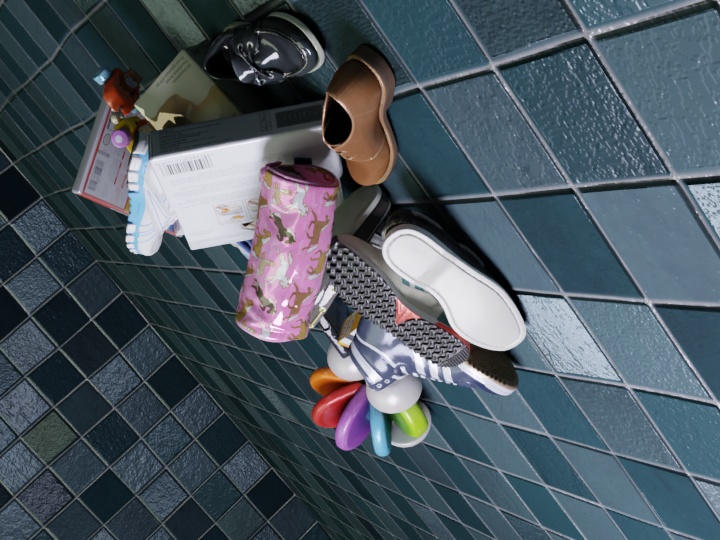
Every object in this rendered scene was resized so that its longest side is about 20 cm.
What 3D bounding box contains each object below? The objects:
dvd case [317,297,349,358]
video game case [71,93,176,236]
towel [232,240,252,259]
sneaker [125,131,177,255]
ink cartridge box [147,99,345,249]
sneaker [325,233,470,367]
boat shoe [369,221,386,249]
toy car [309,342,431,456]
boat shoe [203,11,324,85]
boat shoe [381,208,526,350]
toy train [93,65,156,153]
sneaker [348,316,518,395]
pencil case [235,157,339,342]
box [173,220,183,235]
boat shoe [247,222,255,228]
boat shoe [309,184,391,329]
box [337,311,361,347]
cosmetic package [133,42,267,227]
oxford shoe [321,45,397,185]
[{"bbox_3d":[-0.072,0.014,1.484,0.200,0.018,0.143,56,-169,-24],"label":"dvd case"},{"bbox_3d":[-0.298,-0.143,1.466,0.017,0.143,0.200,11,171,37],"label":"video game case"},{"bbox_3d":[-0.140,-0.001,1.643,0.147,0.024,0.200,38,173,23],"label":"towel"},{"bbox_3d":[-0.234,-0.079,1.271,0.086,0.075,0.200,11,145,-5],"label":"sneaker"},{"bbox_3d":[-0.119,-0.104,1.194,0.174,0.200,0.044,78,-177,-58],"label":"ink cartridge box"},{"bbox_3d":[0.050,0.018,1.181,0.200,0.093,0.070,38,136,-6],"label":"sneaker"},{"bbox_3d":[-0.003,-0.004,1.290,0.075,0.086,0.202,50,161,-11],"label":"boat shoe"},{"bbox_3d":[0.006,0.201,1.598,0.200,0.150,0.175,37,159,30],"label":"toy car"},{"bbox_3d":[-0.110,-0.223,1.104,0.199,0.066,0.075,22,149,52],"label":"boat shoe"},{"bbox_3d":[0.100,0.010,1.126,0.200,0.074,0.060,37,-153,-20],"label":"boat shoe"},{"bbox_3d":[-0.248,-0.176,1.331,0.200,0.056,0.150,44,-158,-28],"label":"toy train"},{"bbox_3d":[0.080,0.111,1.251,0.200,0.070,0.109,30,122,-1],"label":"sneaker"},{"bbox_3d":[-0.081,-0.019,1.145,0.087,0.083,0.200,45,129,54],"label":"pencil case"},{"bbox_3d":[-0.247,-0.149,1.431,0.039,0.041,0.200,151,107,-68],"label":"box"},{"bbox_3d":[-0.191,-0.102,1.511,0.200,0.069,0.074,26,173,-36],"label":"boat shoe"},{"bbox_3d":[-0.025,-0.014,1.219,0.061,0.201,0.072,32,-155,-22],"label":"boat shoe"},{"bbox_3d":[0.047,0.084,1.361,0.119,0.042,0.200,21,166,-7],"label":"box"},{"bbox_3d":[-0.161,-0.162,1.266,0.200,0.105,0.071,47,-156,-1],"label":"cosmetic package"},{"bbox_3d":[-0.009,-0.138,1.053,0.071,0.071,0.200,38,162,21],"label":"oxford shoe"}]
